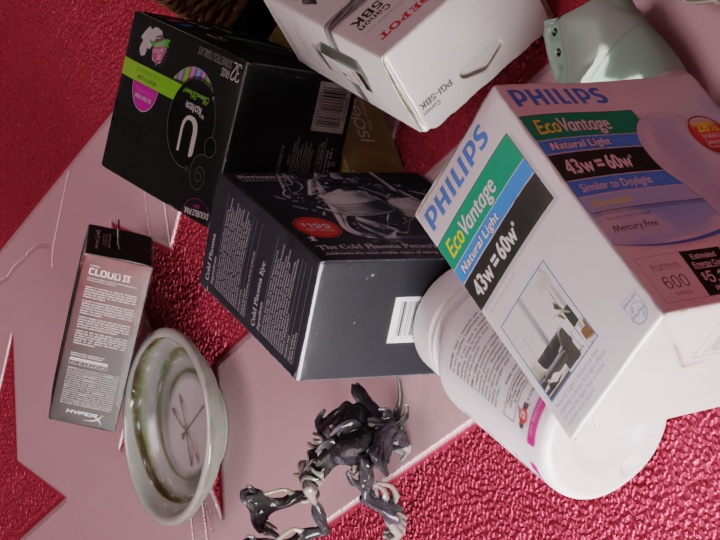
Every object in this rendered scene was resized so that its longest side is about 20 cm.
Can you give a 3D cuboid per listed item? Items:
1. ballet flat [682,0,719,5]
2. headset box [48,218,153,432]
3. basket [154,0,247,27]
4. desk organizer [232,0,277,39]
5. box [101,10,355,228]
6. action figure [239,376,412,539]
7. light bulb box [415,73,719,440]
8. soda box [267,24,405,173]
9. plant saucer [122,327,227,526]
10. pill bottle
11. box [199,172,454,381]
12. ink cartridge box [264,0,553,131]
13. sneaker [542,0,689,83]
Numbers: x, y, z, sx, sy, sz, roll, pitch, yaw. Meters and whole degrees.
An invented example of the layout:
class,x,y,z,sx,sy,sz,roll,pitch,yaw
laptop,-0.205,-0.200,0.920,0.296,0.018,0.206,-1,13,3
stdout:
class,x,y,z,sx,sy,sz,roll,pitch,yaw
ballet flat,0.218,-0.224,1.414,0.200,0.074,0.075,37,120,56
headset box,-0.270,0.049,2.120,0.149,0.076,0.202,-115,37,-75
basket,-0.143,-0.340,1.847,0.142,0.149,0.201,-28,62,20
desk organizer,-0.103,-0.234,1.916,0.072,0.076,0.202,-45,53,49
box,-0.117,-0.129,1.766,0.199,0.123,0.150,28,108,50
action figure,-0.013,0.179,1.751,0.200,0.102,0.119,-41,43,19
light bulb box,0.179,-0.015,1.322,0.201,0.197,0.125,56,134,28
soda box,-0.024,-0.137,1.799,0.068,0.064,0.201,-50,49,43
plant saucer,-0.181,0.159,2.060,0.199,0.050,0.202,1,91,58
pill bottle,0.128,0.075,1.504,0.200,0.112,0.114,39,122,51
box,0.000,0.000,1.630,0.182,0.198,0.105,39,123,51
ink cartridge box,0.035,-0.212,1.615,0.200,0.147,0.083,34,162,51
sneaker,0.156,-0.119,1.496,0.200,0.073,0.119,-45,58,36
